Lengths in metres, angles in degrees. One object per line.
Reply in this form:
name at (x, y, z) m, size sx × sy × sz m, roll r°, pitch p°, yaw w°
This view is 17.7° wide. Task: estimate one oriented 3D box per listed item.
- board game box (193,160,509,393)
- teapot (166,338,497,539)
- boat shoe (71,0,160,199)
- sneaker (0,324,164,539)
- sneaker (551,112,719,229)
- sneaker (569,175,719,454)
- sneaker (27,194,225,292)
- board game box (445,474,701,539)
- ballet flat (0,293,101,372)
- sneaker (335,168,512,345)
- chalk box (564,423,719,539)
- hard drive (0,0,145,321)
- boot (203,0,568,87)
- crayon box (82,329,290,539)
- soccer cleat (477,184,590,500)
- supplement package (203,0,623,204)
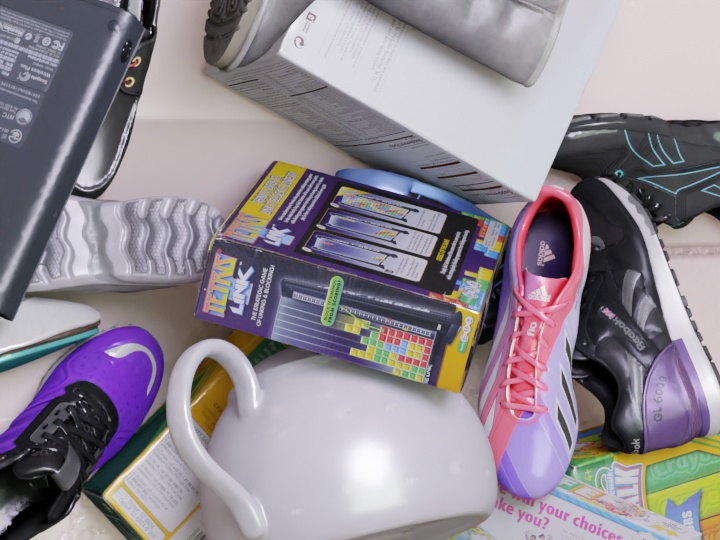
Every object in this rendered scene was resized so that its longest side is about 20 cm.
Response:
board game box at (0.000, 0.000, 1.427) m, size 0.164 × 0.200 × 0.057 m, roll 15°, pitch 107°, yaw 5°
teapot at (-0.018, 0.102, 1.420) m, size 0.196 × 0.200 × 0.147 m, roll -13°, pitch 78°, yaw -7°
boat shoe at (-0.169, -0.144, 1.474) m, size 0.073 × 0.063 × 0.203 m, roll 9°, pitch 87°, yaw -25°
sneaker at (-0.188, 0.115, 1.439) m, size 0.200 × 0.099 × 0.070 m, roll -44°, pitch 107°, yaw -17°
sneaker at (0.203, -0.070, 1.625) m, size 0.199 × 0.075 × 0.080 m, roll 2°, pitch 91°, yaw -23°
sneaker at (0.166, 0.028, 1.540) m, size 0.087 × 0.076 × 0.201 m, roll -15°, pitch 62°, yaw -13°
sneaker at (-0.183, -0.011, 1.459) m, size 0.199 × 0.082 × 0.075 m, roll 8°, pitch 75°, yaw -3°
board game box at (0.110, 0.197, 1.507) m, size 0.034 × 0.199 × 0.135 m, roll -9°, pitch 117°, yaw -59°
ballet flat at (-0.258, 0.047, 1.434) m, size 0.199 × 0.069 × 0.070 m, roll -24°, pitch 99°, yaw -18°
sneaker at (0.061, 0.000, 1.565) m, size 0.199 × 0.070 × 0.078 m, roll 25°, pitch 72°, yaw -22°
chalk box at (0.175, 0.175, 1.582) m, size 0.199 × 0.124 × 0.126 m, roll -16°, pitch 95°, yaw -23°
hard drive at (-0.235, -0.085, 1.419) m, size 0.139 × 0.033 × 0.201 m, roll 20°, pitch 79°, yaw 17°
boot at (0.021, -0.162, 1.400) m, size 0.199 × 0.072 × 0.183 m, roll 30°, pitch 80°, yaw -25°
crayon box at (-0.068, 0.118, 1.517) m, size 0.200 × 0.052 × 0.126 m, roll -46°, pitch 108°, yaw -16°
soccer cleat at (0.112, 0.044, 1.480) m, size 0.066 × 0.077 × 0.201 m, roll 6°, pitch 71°, yaw 9°
supplement package at (0.041, -0.171, 1.516) m, size 0.199 × 0.147 × 0.192 m, roll 29°, pitch 79°, yaw -20°
